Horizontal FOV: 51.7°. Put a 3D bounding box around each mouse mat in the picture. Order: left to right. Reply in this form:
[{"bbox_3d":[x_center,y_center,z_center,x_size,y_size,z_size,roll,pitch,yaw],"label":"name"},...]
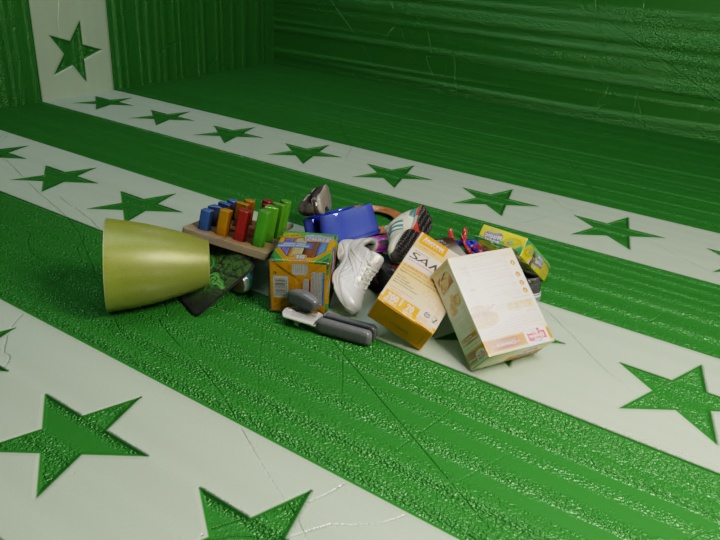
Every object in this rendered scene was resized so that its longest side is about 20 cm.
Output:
[{"bbox_3d":[-0.325,0.006,1.573,0.161,0.008,0.200,-42,39,-12],"label":"mouse mat"}]

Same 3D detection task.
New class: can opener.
[{"bbox_3d":[-0.063,0.094,1.448,0.200,0.067,0.053,18,29,19],"label":"can opener"}]

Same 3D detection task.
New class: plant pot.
[{"bbox_3d":[-0.407,-0.012,1.496,0.200,0.187,0.187,-1,25,-15],"label":"plant pot"}]

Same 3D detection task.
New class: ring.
[{"bbox_3d":[0.026,-0.134,1.995,0.200,0.019,0.200,3,25,-2],"label":"ring"}]

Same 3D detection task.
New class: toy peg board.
[{"bbox_3d":[-0.255,-0.116,1.648,0.199,0.098,0.200,17,18,10],"label":"toy peg board"}]

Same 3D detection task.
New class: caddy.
[{"bbox_3d":[-0.045,-0.095,1.808,0.200,0.105,0.141,-19,9,-39],"label":"caddy"}]

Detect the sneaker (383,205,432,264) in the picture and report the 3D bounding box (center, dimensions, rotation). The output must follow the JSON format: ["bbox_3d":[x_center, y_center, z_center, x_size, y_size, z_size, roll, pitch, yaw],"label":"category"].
[{"bbox_3d":[0.089,-0.071,1.657,0.093,0.070,0.200,-15,28,34],"label":"sneaker"}]

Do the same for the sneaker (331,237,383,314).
[{"bbox_3d":[0.000,0.000,1.553,0.099,0.078,0.200,-19,47,23],"label":"sneaker"}]

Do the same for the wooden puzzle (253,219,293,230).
[{"bbox_3d":[-0.288,-0.084,1.816,0.200,0.046,0.185,6,19,19],"label":"wooden puzzle"}]

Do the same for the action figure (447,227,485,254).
[{"bbox_3d":[0.277,-0.060,1.823,0.065,0.052,0.200,0,24,-19],"label":"action figure"}]

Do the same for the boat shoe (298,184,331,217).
[{"bbox_3d":[-0.109,-0.169,1.806,0.057,0.067,0.200,-7,12,7],"label":"boat shoe"}]

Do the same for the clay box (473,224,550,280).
[{"bbox_3d":[0.342,-0.043,1.671,0.115,0.048,0.200,22,-8,35],"label":"clay box"}]

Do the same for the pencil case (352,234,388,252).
[{"bbox_3d":[0.057,-0.046,1.733,0.200,0.088,0.088,-14,30,-31],"label":"pencil case"}]

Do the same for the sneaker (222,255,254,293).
[{"bbox_3d":[-0.265,-0.013,1.640,0.080,0.071,0.200,-14,28,-24],"label":"sneaker"}]

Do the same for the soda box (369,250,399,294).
[{"bbox_3d":[0.080,0.029,1.586,0.063,0.071,0.200,-10,28,-26],"label":"soda box"}]

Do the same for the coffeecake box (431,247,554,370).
[{"bbox_3d":[0.245,0.069,1.389,0.153,0.073,0.200,-9,67,-27],"label":"coffeecake box"}]

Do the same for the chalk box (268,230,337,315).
[{"bbox_3d":[-0.115,-0.006,1.580,0.124,0.125,0.200,5,26,5],"label":"chalk box"}]

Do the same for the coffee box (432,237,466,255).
[{"bbox_3d":[0.179,0.003,1.641,0.114,0.080,0.200,-4,26,-12],"label":"coffee box"}]

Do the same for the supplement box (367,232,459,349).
[{"bbox_3d":[0.118,0.037,1.445,0.126,0.074,0.200,32,53,3],"label":"supplement box"}]

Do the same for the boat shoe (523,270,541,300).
[{"bbox_3d":[0.327,0.008,1.675,0.069,0.057,0.200,-16,31,-36],"label":"boat shoe"}]
